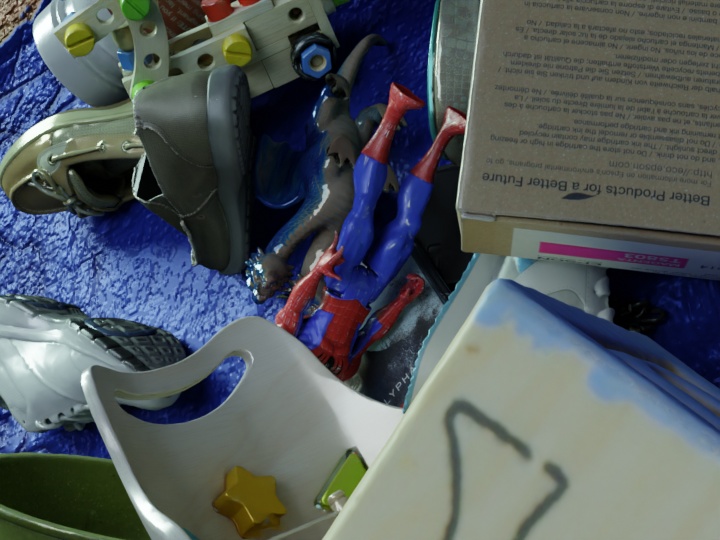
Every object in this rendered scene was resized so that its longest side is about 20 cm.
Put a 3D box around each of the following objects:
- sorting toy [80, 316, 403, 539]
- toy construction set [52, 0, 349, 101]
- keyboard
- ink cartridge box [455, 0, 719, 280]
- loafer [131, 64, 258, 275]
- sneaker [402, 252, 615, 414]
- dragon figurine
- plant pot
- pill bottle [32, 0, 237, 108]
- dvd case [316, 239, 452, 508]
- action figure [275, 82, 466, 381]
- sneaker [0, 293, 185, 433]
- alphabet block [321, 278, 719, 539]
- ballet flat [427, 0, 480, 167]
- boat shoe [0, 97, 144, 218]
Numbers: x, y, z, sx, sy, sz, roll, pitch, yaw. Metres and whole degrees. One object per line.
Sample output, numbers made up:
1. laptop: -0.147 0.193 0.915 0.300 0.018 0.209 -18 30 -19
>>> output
1. sorting toy: -0.052 0.104 0.948 0.180 0.200 0.107 53 135 21
2. toy construction set: -0.082 -0.161 1.127 0.200 0.131 0.092 -18 29 13
3. keyboard: 0.110 -0.012 1.022 0.200 0.021 0.127 -10 66 38
4. ink cartridge box: 0.153 -0.083 0.911 0.200 0.075 0.165 7 76 4
5. loafer: -0.099 -0.061 1.109 0.070 0.200 0.075 4 62 1
6. sneaker: 0.098 0.003 0.968 0.081 0.077 0.200 27 76 7
7. dragon figurine: -0.025 -0.061 1.102 0.099 0.059 0.200 -41 35 36
8. plant pot: -0.146 0.220 1.053 0.200 0.200 0.190 16 97 42
9. pill bottle: -0.118 -0.196 1.219 0.200 0.112 0.112 -38 53 22
10. dvd case: 0.025 0.093 1.037 0.146 0.022 0.200 -51 49 23
11. action figure: 0.000 0.000 1.024 0.200 0.065 0.052 -64 32 13
12. sneaker: -0.182 0.069 1.212 0.200 0.074 0.087 12 93 49
13. alphabet block: 0.109 0.147 0.821 0.195 0.196 0.200 38 99 31
14. ballet flat: 0.077 -0.157 1.073 0.062 0.067 0.200 -7 67 27
15. boat shoe: -0.161 -0.069 1.236 0.200 0.073 0.063 -15 59 27
